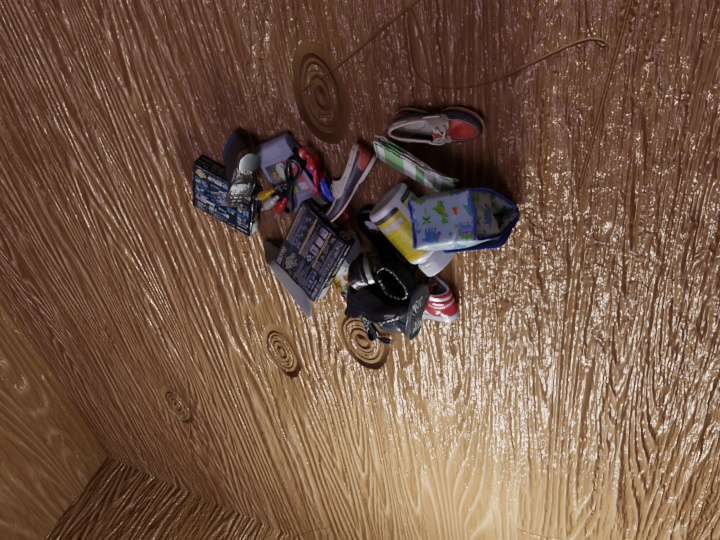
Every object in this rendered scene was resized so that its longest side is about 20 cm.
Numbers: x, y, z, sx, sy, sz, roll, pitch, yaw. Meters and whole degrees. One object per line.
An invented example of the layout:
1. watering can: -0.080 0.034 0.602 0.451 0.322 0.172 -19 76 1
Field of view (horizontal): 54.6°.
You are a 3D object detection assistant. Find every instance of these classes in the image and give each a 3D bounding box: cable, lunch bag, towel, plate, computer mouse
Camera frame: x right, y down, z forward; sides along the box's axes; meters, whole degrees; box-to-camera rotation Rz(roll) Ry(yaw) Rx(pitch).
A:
1. cable: -0.185 -0.195 1.714 0.097 0.051 0.199 41 142 -8
2. lunch bag: 0.221 -0.105 1.474 0.167 0.197 0.132 -5 94 40
3. towel: 0.118 -0.219 1.496 0.196 0.024 0.153 29 178 6
4. plate: -0.196 0.016 1.921 0.032 0.200 0.201 -35 112 3
5. computer mouse: 0.079 0.164 1.941 0.195 0.046 0.143 2 129 34

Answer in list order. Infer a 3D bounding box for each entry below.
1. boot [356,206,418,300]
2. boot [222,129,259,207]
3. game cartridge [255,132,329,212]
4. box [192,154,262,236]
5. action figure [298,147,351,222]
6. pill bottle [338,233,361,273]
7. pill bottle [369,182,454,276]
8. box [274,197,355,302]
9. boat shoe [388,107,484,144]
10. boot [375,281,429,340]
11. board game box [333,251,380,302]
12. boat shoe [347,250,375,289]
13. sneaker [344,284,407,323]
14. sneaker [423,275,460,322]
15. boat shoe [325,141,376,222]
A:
1. boot: 0.056 -0.043 1.663 0.209 0.159 0.080 36 137 -2
2. boot: -0.309 -0.257 1.768 0.098 0.073 0.202 63 143 28
3. game cartridge: -0.173 -0.237 1.733 0.131 0.041 0.202 -8 124 45
4. box: -0.365 -0.200 1.894 0.196 0.046 0.161 28 140 9
5. action figure: -0.090 -0.210 1.677 0.051 0.066 0.202 -17 120 25
6. pill bottle: -0.097 -0.044 1.808 0.196 0.113 0.114 -5 127 39
7. pill bottle: 0.123 -0.091 1.604 0.200 0.115 0.113 46 139 -13
8. box: -0.117 -0.048 1.719 0.161 0.049 0.202 41 127 16
9. boat shoe: 0.152 -0.289 1.418 0.195 0.063 0.073 11 134 25
10. boot: 0.073 0.058 1.756 0.199 0.065 0.168 37 132 31
11. board game box: 0.010 0.019 1.856 0.196 0.035 0.128 -9 123 40
12. boat shoe: 0.000 0.000 1.682 0.059 0.201 0.074 -21 95 4
13. sneaker: 0.032 0.077 1.709 0.196 0.075 0.094 6 102 42
14. sneaker: 0.150 0.071 1.780 0.195 0.072 0.114 0 134 25
15. boat shoe: -0.035 -0.202 1.613 0.062 0.072 0.202 28 121 -10
